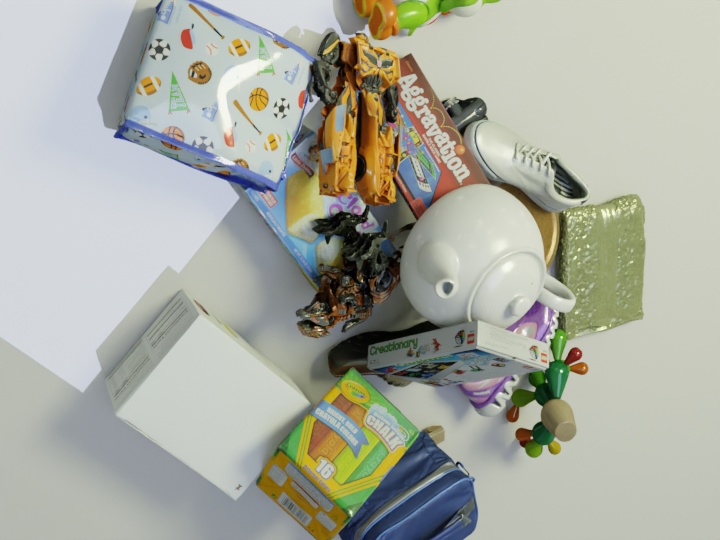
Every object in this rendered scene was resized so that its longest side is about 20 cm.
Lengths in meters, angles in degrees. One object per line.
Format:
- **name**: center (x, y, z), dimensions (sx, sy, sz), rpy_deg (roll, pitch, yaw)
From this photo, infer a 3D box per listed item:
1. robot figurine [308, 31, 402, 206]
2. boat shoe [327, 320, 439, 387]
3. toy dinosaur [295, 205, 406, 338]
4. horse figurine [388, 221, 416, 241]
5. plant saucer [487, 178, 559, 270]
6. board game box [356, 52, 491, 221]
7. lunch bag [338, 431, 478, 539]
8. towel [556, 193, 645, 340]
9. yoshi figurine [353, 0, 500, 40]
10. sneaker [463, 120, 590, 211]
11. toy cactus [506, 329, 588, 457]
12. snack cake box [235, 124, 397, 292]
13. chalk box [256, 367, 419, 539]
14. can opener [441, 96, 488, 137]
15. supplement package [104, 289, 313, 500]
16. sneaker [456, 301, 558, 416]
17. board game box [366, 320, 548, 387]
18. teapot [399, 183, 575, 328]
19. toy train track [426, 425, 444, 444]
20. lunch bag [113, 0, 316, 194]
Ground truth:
- **robot figurine**: center (0.002, -0.184, 1.183), dimensions (0.144, 0.058, 0.204), rpy_deg (7, 85, -45)
- **boat shoe**: center (0.054, 0.123, 1.356), dimensions (0.197, 0.076, 0.075), rpy_deg (-9, 112, -18)
- **toy dinosaur**: center (0.000, 0.000, 1.230), dimensions (0.200, 0.101, 0.137), rpy_deg (-48, 137, -35)
- **horse figurine**: center (0.125, -0.024, 1.351), dimensions (0.132, 0.050, 0.201), rpy_deg (-40, 110, -15)
- **plant saucer**: center (0.209, -0.055, 1.353), dimensions (0.198, 0.035, 0.204), rpy_deg (-3, 95, -36)
- **board game box**: center (0.070, -0.163, 1.248), dimensions (0.102, 0.019, 0.202), rpy_deg (-29, 81, -8)
- **lunch bag**: center (0.072, 0.331, 1.366), dimensions (0.198, 0.132, 0.137), rpy_deg (-31, 134, -16)
- **towel**: center (0.350, -0.004, 1.457), dimensions (0.146, 0.036, 0.203), rpy_deg (-12, 110, -17)
- **yoshi figurine**: center (0.097, -0.354, 1.219), dimensions (0.197, 0.112, 0.114), rpy_deg (-18, 104, -19)
- **sneaker**: center (0.221, -0.141, 1.293), dimensions (0.198, 0.070, 0.074), rpy_deg (25, 69, -31)
- **toy cactus**: center (0.275, 0.193, 1.413), dimensions (0.101, 0.165, 0.203), rpy_deg (17, 108, -10)
- **snack cake box**: center (-0.055, -0.068, 1.261), dimensions (0.115, 0.067, 0.201), rpy_deg (-39, 116, -6)
- **chalk box**: center (-0.016, 0.222, 1.270), dimensions (0.124, 0.124, 0.200), rpy_deg (40, 53, 6)
- **can opener**: center (0.081, -0.161, 1.289), dimensions (0.198, 0.063, 0.079), rpy_deg (-31, 101, -10)
- **supplement package**: center (-0.189, 0.154, 1.247), dimensions (0.200, 0.111, 0.156), rpy_deg (42, 88, -26)
- **sneaker**: center (0.199, 0.105, 1.403), dimensions (0.088, 0.080, 0.202), rpy_deg (32, 93, -26)
- **board game box**: center (0.118, 0.107, 1.235), dimensions (0.125, 0.199, 0.035), rpy_deg (19, 67, -36)
- **teapot**: center (0.155, 0.005, 1.204), dimensions (0.199, 0.146, 0.199), rpy_deg (-33, 138, -15)
- **toy train track**: center (0.031, 0.265, 1.406), dimensions (0.198, 0.033, 0.116), rpy_deg (-22, 131, -23)
- **lunch bag**: center (-0.160, -0.198, 1.141), dimensions (0.197, 0.124, 0.173), rpy_deg (18, 85, -19)
